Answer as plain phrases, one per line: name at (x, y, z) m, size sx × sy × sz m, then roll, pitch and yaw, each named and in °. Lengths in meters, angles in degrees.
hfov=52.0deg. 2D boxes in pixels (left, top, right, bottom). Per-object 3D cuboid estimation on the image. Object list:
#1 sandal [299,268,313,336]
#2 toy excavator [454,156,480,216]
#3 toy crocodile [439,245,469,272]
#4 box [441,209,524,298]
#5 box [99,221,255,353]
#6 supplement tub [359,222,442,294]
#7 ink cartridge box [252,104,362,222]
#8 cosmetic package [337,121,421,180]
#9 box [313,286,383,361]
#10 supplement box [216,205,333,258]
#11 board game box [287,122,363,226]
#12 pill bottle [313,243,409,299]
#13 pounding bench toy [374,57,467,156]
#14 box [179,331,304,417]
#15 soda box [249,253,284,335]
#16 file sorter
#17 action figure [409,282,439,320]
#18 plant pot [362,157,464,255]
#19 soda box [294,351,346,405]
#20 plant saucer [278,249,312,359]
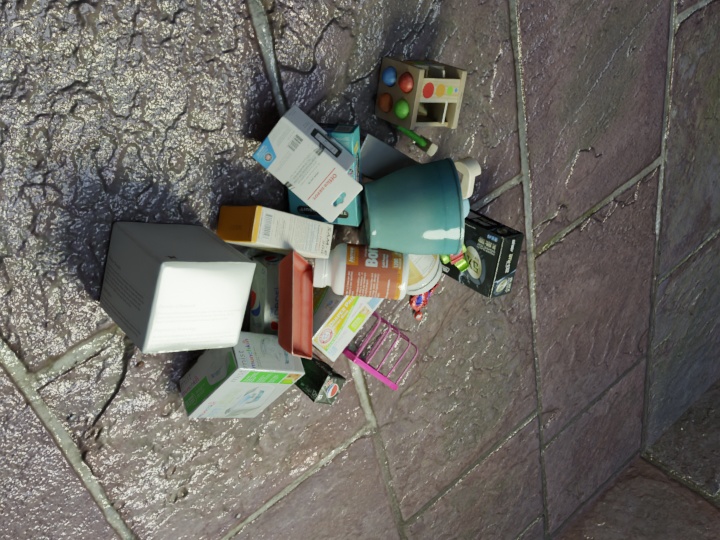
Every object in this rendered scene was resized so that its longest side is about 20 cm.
sandal at (-0.123, 0.084, 1.612) m, size 0.047 × 0.075 × 0.203 m, roll 9°, pitch 86°, yaw -16°
toy excavator at (0.216, -0.173, 1.728) m, size 0.099 × 0.199 × 0.196 m, roll -25°, pitch 113°, yaw -29°
toy crocodile at (0.220, -0.057, 1.759) m, size 0.067 × 0.062 × 0.200 m, roll -29°, pitch 151°, yaw -1°
box at (0.296, -0.048, 1.865) m, size 0.086 × 0.199 × 0.165 m, roll -12°, pitch 121°, yaw -39°
box at (-0.335, 0.025, 1.341) m, size 0.199 × 0.198 × 0.173 m, roll -1°, pitch 113°, yaw -43°
supplement tub at (0.099, -0.046, 1.730) m, size 0.145 × 0.144 × 0.200 m, roll -49°, pitch 136°, yaw -9°
ink cartridge box at (-0.092, -0.203, 1.419) m, size 0.116 × 0.200 × 0.068 m, roll -43°, pitch -170°, yaw 35°
cosmetic package at (0.031, -0.237, 1.590) m, size 0.199 × 0.107 × 0.091 m, roll 17°, pitch 101°, yaw -44°
box at (-0.056, 0.088, 1.697) m, size 0.201 × 0.101 × 0.113 m, roll -51°, pitch 137°, yaw -7°
supplement box at (-0.170, -0.077, 1.476) m, size 0.199 × 0.125 × 0.074 m, roll 12°, pitch 85°, yaw -45°
board game box at (-0.075, -0.195, 1.490) m, size 0.047 × 0.149 × 0.202 m, roll -61°, pitch 153°, yaw -54°
pill bottle at (0.000, 0.000, 1.580) m, size 0.198 × 0.112 × 0.113 m, roll 4°, pitch 115°, yaw -4°
pounding bench toy at (0.116, -0.345, 1.591) m, size 0.155 × 0.124 × 0.202 m, roll -11°, pitch 120°, yaw -37°
box at (-0.250, 0.219, 1.545) m, size 0.175 × 0.097 × 0.200 m, roll 12°, pitch 136°, yaw -45°
soda box at (-0.194, 0.069, 1.590) m, size 0.068 × 0.063 × 0.202 m, roll -13°, pitch 121°, yaw -35°
file sorter at (0.029, 0.175, 1.796) m, size 0.126 × 0.139 × 0.200 m, roll -54°, pitch 136°, yaw -5°
action figure at (0.169, 0.038, 1.913) m, size 0.065 × 0.052 × 0.202 m, roll -9°, pitch 121°, yaw -43°
plant pot at (0.100, -0.123, 1.521) m, size 0.186 × 0.201 × 0.202 m, roll -5°, pitch 121°, yaw -5°
soda box at (-0.124, 0.216, 1.637) m, size 0.063 × 0.199 × 0.071 m, roll 23°, pitch 98°, yaw -48°
plant saucer at (-0.131, 0.074, 1.487) m, size 0.200 × 0.036 × 0.202 m, roll 55°, pitch 34°, yaw -79°
